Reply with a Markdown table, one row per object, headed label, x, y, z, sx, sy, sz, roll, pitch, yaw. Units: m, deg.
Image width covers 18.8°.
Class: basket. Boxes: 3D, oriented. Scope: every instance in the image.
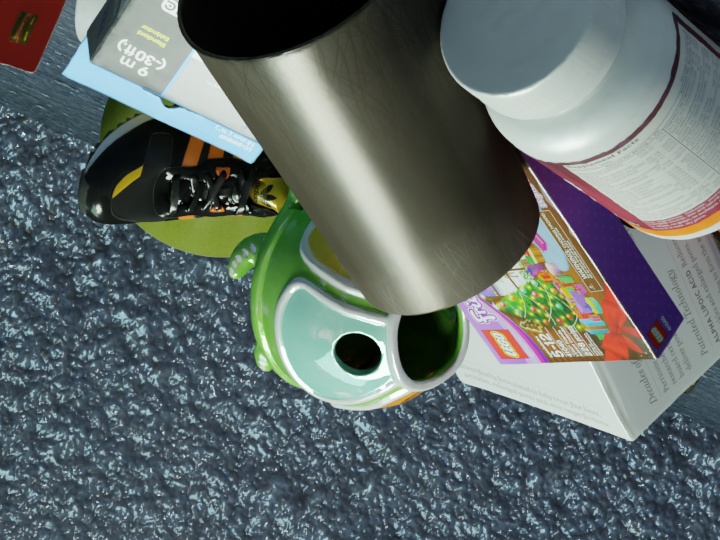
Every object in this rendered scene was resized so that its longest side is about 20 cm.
| label | x | y | z | sx | sy | sz | roll | pitch | yaw |
| --- | --- | --- | --- | --- | --- | --- | --- | --- | --- |
| basket | 0.008 | -0.086 | 1.172 | 0.200 | 0.136 | 0.180 | 60 | -175 | -33 |

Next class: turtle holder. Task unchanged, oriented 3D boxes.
| label | x | y | z | sx | sy | sz | roll | pitch | yaw |
| --- | --- | --- | --- | --- | --- | --- | --- | --- | --- |
| turtle holder | 0.008 | 0.003 | 1.425 | 0.141 | 0.186 | 0.132 | 1 | -164 | -40 |

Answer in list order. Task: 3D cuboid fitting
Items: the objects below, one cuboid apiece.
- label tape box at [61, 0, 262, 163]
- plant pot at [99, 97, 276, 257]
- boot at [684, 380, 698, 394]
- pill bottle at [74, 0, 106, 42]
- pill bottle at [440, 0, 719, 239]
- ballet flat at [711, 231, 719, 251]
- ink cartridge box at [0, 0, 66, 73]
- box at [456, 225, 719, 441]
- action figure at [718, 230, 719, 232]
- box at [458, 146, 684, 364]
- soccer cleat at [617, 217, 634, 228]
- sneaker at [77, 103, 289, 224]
| label | x | y | z | sx | sy | sz | roll | pitch | yaw |
| --- | --- | --- | --- | --- | --- | --- | --- | --- | --- |
| label tape box | -0.082 | -0.136 | 1.319 | 0.144 | 0.063 | 0.200 | 25 | 131 | -18 |
| plant pot | -0.092 | -0.128 | 1.635 | 0.187 | 0.187 | 0.200 | 24 | 160 | -5 |
| boot | 0.281 | 0.036 | 1.734 | 0.077 | 0.139 | 0.200 | 23 | 174 | 6 |
| pill bottle | -0.081 | -0.160 | 1.445 | 0.200 | 0.114 | 0.114 | 22 | 175 | 11 |
| pill bottle | 0.132 | -0.097 | 1.144 | 0.109 | 0.110 | 0.200 | 19 | 174 | 41 |
| ballet flat | 0.255 | -0.026 | 1.538 | 0.065 | 0.071 | 0.200 | -21 | 146 | 34 |
| ink cartridge box | -0.247 | -0.218 | 1.303 | 0.200 | 0.160 | 0.047 | 20 | 175 | 34 |
| box | 0.129 | -0.015 | 1.495 | 0.199 | 0.131 | 0.200 | 17 | 142 | 54 |
| action figure | 0.275 | -0.037 | 1.368 | 0.099 | 0.065 | 0.200 | 37 | 173 | -9 |
| box | 0.091 | -0.027 | 1.319 | 0.137 | 0.039 | 0.200 | -5 | 129 | 49 |
| soccer cleat | 0.128 | -0.115 | 1.298 | 0.200 | 0.086 | 0.070 | 46 | -164 | -12 |
| sneaker | -0.092 | -0.067 | 1.460 | 0.200 | 0.070 | 0.090 | -19 | -140 | -38 |
